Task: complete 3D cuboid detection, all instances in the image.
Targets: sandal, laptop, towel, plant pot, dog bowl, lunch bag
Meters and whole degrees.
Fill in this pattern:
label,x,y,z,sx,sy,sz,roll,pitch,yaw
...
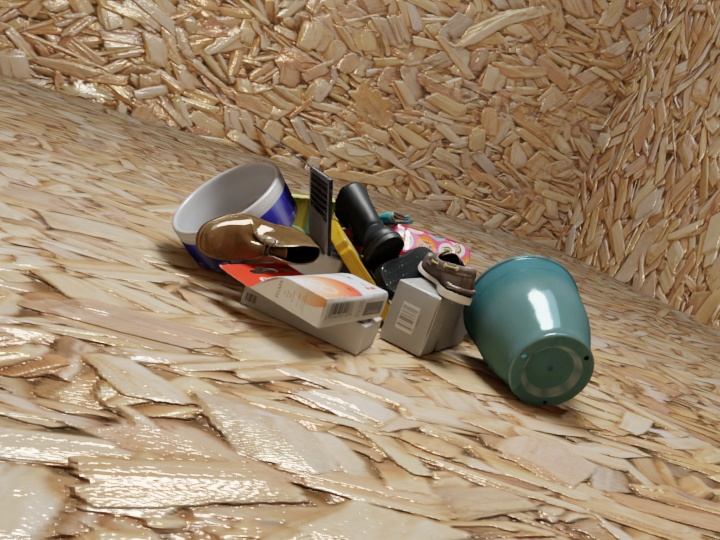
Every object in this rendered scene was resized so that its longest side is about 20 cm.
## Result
label,x,y,z,sx,sy,sz,roll,pitch,yaw
sandal,0.081,0.002,1.410,0.048,0.076,0.200,-23,-8,38
laptop,-0.120,-0.142,1.361,0.115,0.202,0.187,-1,15,-13
towel,-0.144,-0.103,1.503,0.199,0.087,0.018,3,22,-26
plant pot,0.278,0.108,1.266,0.199,0.201,0.188,17,27,-13
dog bowl,-0.208,-0.093,1.319,0.200,0.200,0.079,37,-22,56
lunch bag,0.109,-0.007,1.628,0.199,0.082,0.176,16,-32,-12
towel,-0.006,-0.101,1.613,0.199,0.022,0.147,-2,0,19

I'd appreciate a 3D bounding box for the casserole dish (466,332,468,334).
label,x,y,z,sx,sy,sz,roll,pitch,yaw
casserole dish,0.145,0.063,1.508,0.200,0.039,0.121,31,-13,39

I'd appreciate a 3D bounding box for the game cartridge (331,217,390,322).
label,x,y,z,sx,sy,sz,roll,pitch,yaw
game cartridge,0.000,0.000,1.413,0.177,0.032,0.200,56,0,-17

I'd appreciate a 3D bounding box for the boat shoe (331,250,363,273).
label,x,y,z,sx,sy,sz,roll,pitch,yaw
boat shoe,-0.019,-0.006,1.560,0.199,0.073,0.063,13,15,-12

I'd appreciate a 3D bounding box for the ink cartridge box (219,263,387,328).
label,x,y,z,sx,sy,sz,roll,pitch,yaw
ink cartridge box,-0.080,0.014,1.160,0.199,0.050,0.162,31,18,28

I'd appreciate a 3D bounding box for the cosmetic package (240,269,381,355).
label,x,y,z,sx,sy,sz,roll,pitch,yaw
cosmetic package,-0.073,0.059,1.204,0.199,0.051,0.082,23,11,14

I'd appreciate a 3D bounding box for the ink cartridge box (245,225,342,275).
label,x,y,z,sx,sy,sz,roll,pitch,yaw
ink cartridge box,-0.143,-0.030,1.408,0.145,0.088,0.200,18,12,-32

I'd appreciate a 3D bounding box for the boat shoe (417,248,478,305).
label,x,y,z,sx,sy,sz,roll,pitch,yaw
boat shoe,0.146,-0.001,1.305,0.071,0.060,0.200,17,12,-12

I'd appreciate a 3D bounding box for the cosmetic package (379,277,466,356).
label,x,y,z,sx,sy,sz,roll,pitch,yaw
cosmetic package,0.121,0.073,1.341,0.090,0.108,0.200,25,14,27

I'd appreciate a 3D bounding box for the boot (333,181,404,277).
label,x,y,z,sx,sy,sz,roll,pitch,yaw
boot,0.008,-0.085,1.426,0.169,0.076,0.200,61,-4,14

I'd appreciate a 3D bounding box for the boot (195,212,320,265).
label,x,y,z,sx,sy,sz,roll,pitch,yaw
boot,-0.150,-0.042,1.204,0.199,0.074,0.075,3,15,-37

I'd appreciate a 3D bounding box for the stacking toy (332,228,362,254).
label,x,y,z,sx,sy,sz,roll,pitch,yaw
stacking toy,-0.017,-0.053,1.620,0.085,0.086,0.200,19,-5,-5
